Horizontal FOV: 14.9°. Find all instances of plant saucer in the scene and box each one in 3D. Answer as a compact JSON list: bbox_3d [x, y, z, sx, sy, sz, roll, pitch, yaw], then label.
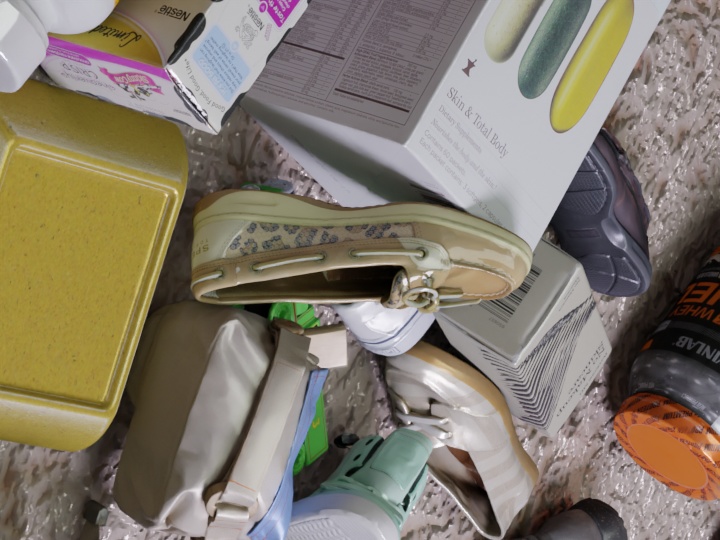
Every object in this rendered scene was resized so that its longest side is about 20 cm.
[{"bbox_3d":[-0.178,0.000,1.516,0.199,0.048,0.201,15,93,-50],"label":"plant saucer"}]

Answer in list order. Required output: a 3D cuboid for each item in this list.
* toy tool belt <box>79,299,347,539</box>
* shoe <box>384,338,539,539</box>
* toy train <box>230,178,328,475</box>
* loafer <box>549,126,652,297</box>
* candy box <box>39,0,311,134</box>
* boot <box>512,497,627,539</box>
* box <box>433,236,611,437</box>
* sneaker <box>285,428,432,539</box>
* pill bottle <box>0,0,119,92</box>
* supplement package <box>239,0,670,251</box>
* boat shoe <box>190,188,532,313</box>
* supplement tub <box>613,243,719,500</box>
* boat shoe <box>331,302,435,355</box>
[{"bbox_3d":[-0.075,0.119,1.619,0.122,0.125,0.201,12,96,-38],"label":"toy tool belt"},{"bbox_3d":[0.065,0.111,1.818,0.054,0.070,0.200,-62,142,-22],"label":"shoe"},{"bbox_3d":[-0.050,0.034,1.683,0.056,0.042,0.201,-36,130,-47],"label":"toy train"},{"bbox_3d":[0.154,-0.059,1.868,0.200,0.071,0.063,59,40,-49],"label":"loafer"},{"bbox_3d":[-0.081,-0.180,1.487,0.200,0.136,0.061,-57,137,-17],"label":"candy box"},{"bbox_3d":[0.131,0.270,1.970,0.131,0.070,0.201,-21,109,-39],"label":"boot"},{"bbox_3d":[0.107,0.038,1.779,0.082,0.068,0.200,-55,161,-7],"label":"box"},{"bbox_3d":[0.003,0.136,1.700,0.118,0.074,0.200,-56,-179,-18],"label":"sneaker"},{"bbox_3d":[-0.152,-0.194,1.418,0.200,0.112,0.113,-55,138,-17],"label":"pill bottle"},{"bbox_3d":[0.056,-0.137,1.648,0.152,0.150,0.201,43,72,-47],"label":"supplement package"},{"bbox_3d":[0.000,0.000,1.591,0.073,0.199,0.063,102,-8,-63],"label":"boat shoe"},{"bbox_3d":[0.276,0.061,2.000,0.200,0.122,0.123,-52,136,-23],"label":"supplement tub"},{"bbox_3d":[0.052,-0.041,1.740,0.201,0.073,0.067,-61,142,-10],"label":"boat shoe"}]
